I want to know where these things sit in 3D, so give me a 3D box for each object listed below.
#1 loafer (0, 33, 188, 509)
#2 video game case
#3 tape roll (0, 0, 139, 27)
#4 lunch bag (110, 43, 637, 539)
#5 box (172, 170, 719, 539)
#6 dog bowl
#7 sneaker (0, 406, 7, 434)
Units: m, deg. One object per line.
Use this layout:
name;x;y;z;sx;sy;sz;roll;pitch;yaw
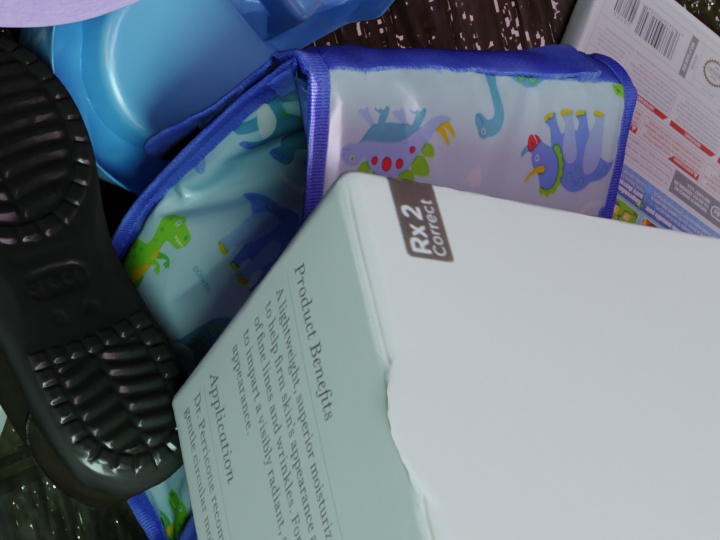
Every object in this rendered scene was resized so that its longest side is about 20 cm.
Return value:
loafer;-0.126;0.003;0.896;0.073;0.071;0.201;-11;63;-29
video game case;0.125;-0.023;1.149;0.143;0.018;0.201;33;71;-33
tape roll;-0.117;-0.189;0.859;0.199;0.066;0.201;1;110;4
lunch bag;0.000;0.000;0.939;0.170;0.128;0.200;-4;133;-43
box;0.065;0.096;0.800;0.199;0.131;0.200;9;49;-30
dog bowl;-0.058;-0.114;0.990;0.112;0.049;0.200;50;64;-26
sneaker;-0.190;0.076;0.885;0.074;0.082;0.200;50;39;-29
